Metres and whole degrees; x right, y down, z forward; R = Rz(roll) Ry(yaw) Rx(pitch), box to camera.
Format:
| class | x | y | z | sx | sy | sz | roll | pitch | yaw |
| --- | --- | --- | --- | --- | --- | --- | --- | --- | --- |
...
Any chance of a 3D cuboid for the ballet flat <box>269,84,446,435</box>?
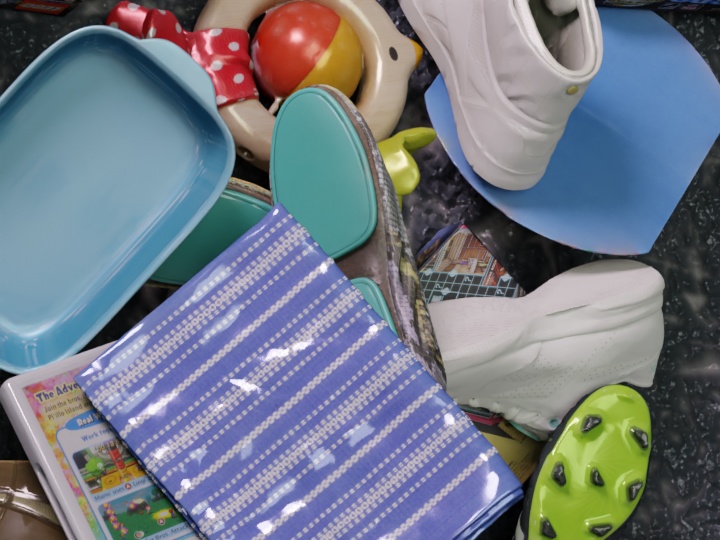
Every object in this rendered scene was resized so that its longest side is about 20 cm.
| class | x | y | z | sx | sy | sz | roll | pitch | yaw |
| --- | --- | --- | --- | --- | --- | --- | --- | --- | --- |
| ballet flat | 0.000 | 0.000 | 1.341 | 0.072 | 0.072 | 0.200 | -8 | 74 | -23 |

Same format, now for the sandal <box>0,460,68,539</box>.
| class | x | y | z | sx | sy | sz | roll | pitch | yaw |
| --- | --- | --- | --- | --- | --- | --- | --- | --- | --- |
| sandal | -0.193 | 0.141 | 1.332 | 0.200 | 0.054 | 0.080 | 12 | 56 | 6 |

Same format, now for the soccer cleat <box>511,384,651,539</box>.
| class | x | y | z | sx | sy | sz | roll | pitch | yaw |
| --- | --- | --- | --- | --- | --- | --- | --- | --- | --- |
| soccer cleat | 0.109 | 0.157 | 1.440 | 0.067 | 0.081 | 0.200 | 19 | 92 | -16 |

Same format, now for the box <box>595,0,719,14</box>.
| class | x | y | z | sx | sy | sz | roll | pitch | yaw |
| --- | --- | --- | --- | --- | --- | --- | --- | --- | --- |
| box | 0.216 | -0.258 | 1.554 | 0.200 | 0.050 | 0.199 | 0 | 80 | -23 |

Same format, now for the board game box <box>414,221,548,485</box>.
| class | x | y | z | sx | sy | sz | roll | pitch | yaw |
| --- | --- | --- | --- | --- | --- | --- | --- | --- | --- |
| board game box | 0.034 | 0.089 | 1.456 | 0.136 | 0.035 | 0.200 | 48 | 70 | -11 |

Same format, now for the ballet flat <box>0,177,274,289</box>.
| class | x | y | z | sx | sy | sz | roll | pitch | yaw |
| --- | --- | --- | --- | --- | --- | --- | --- | --- | --- |
| ballet flat | -0.133 | -0.026 | 1.375 | 0.200 | 0.071 | 0.071 | -4 | 85 | -10 |

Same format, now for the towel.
| class | x | y | z | sx | sy | sz | roll | pitch | yaw |
| --- | --- | --- | --- | --- | --- | --- | --- | --- | --- |
| towel | -0.032 | 0.084 | 1.273 | 0.145 | 0.024 | 0.200 | -40 | 79 | -4 |

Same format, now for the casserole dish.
| class | x | y | z | sx | sy | sz | roll | pitch | yaw |
| --- | --- | --- | --- | --- | --- | --- | --- | --- | --- |
| casserole dish | -0.156 | -0.039 | 1.313 | 0.121 | 0.039 | 0.200 | 41 | 93 | -17 |

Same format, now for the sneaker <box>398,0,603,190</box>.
| class | x | y | z | sx | sy | sz | roll | pitch | yaw |
| --- | --- | --- | --- | --- | --- | --- | --- | --- | --- |
| sneaker | 0.082 | -0.159 | 1.426 | 0.074 | 0.116 | 0.200 | -4 | 56 | -28 |

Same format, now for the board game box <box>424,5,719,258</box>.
| class | x | y | z | sx | sy | sz | roll | pitch | yaw |
| --- | --- | --- | --- | --- | --- | --- | --- | --- | --- |
| board game box | 0.123 | -0.087 | 1.496 | 0.158 | 0.039 | 0.200 | 33 | 52 | 2 |

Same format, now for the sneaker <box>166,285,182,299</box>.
| class | x | y | z | sx | sy | sz | roll | pitch | yaw |
| --- | --- | --- | --- | --- | --- | --- | --- | --- | --- |
| sneaker | -0.116 | 0.092 | 1.378 | 0.080 | 0.070 | 0.200 | 7 | 74 | 0 |

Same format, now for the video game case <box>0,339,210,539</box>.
| class | x | y | z | sx | sy | sz | roll | pitch | yaw |
| --- | --- | --- | --- | --- | --- | --- | --- | --- | --- |
| video game case | -0.062 | 0.107 | 1.314 | 0.200 | 0.024 | 0.182 | -19 | 70 | -27 |

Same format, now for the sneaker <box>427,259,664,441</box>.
| class | x | y | z | sx | sy | sz | roll | pitch | yaw |
| --- | --- | --- | --- | --- | --- | --- | --- | --- | --- |
| sneaker | 0.084 | 0.060 | 1.429 | 0.200 | 0.075 | 0.089 | -13 | 114 | -17 |

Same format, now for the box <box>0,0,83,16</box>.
| class | x | y | z | sx | sy | sz | roll | pitch | yaw |
| --- | --- | --- | --- | --- | --- | --- | --- | --- | --- |
| box | -0.232 | -0.179 | 1.324 | 0.200 | 0.137 | 0.038 | 6 | 80 | -21 |

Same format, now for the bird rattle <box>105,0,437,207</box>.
| class | x | y | z | sx | sy | sz | roll | pitch | yaw |
| --- | --- | --- | --- | --- | --- | --- | --- | --- | --- |
| bird rattle | -0.050 | -0.103 | 1.432 | 0.200 | 0.113 | 0.163 | 31 | 61 | -3 |
